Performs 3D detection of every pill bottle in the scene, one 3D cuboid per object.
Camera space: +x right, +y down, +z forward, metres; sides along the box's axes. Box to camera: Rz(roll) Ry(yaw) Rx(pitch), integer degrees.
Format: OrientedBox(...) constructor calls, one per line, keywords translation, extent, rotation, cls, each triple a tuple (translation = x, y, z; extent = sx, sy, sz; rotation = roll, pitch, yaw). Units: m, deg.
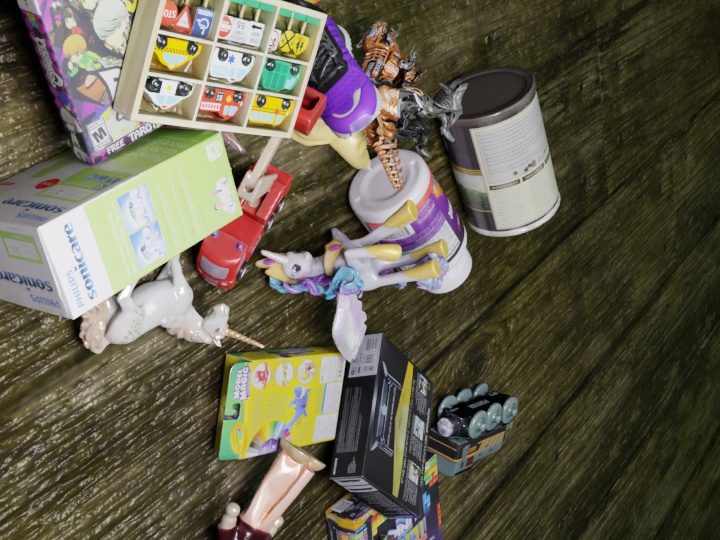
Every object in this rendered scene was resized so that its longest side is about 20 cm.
OrientedBox(translation=(0.075, -0.057, 1.214), extent=(0.200, 0.111, 0.112), rotation=(52, 57, -45), cls="pill bottle")

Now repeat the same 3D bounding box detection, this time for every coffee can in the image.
OrientedBox(translation=(0.200, -0.171, 1.325), extent=(0.146, 0.146, 0.201), rotation=(-49, 133, -35), cls="coffee can")

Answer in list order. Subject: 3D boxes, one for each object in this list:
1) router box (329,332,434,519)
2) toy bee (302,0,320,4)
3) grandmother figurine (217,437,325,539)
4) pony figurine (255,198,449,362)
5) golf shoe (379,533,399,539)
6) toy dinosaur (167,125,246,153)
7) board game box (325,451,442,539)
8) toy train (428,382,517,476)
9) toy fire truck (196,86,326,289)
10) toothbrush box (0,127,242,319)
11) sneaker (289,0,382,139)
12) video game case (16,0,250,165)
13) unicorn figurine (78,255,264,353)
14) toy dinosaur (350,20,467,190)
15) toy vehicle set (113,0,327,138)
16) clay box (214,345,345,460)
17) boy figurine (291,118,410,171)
OrientedBox(translation=(0.033, 0.208, 1.215), extent=(0.157, 0.052, 0.201), rotation=(46, 43, -44), cls="router box")
OrientedBox(translation=(-0.026, -0.400, 1.016), extent=(0.131, 0.108, 0.201), rotation=(-13, 108, -49), cls="toy bee")
OrientedBox(translation=(-0.122, 0.291, 1.044), extent=(0.200, 0.060, 0.121), rotation=(-57, 138, -8), cls="grandmother figurine")
OrientedBox(translation=(0.000, 0.000, 1.083), extent=(0.193, 0.199, 0.167), rotation=(42, 39, -54), cls="pony figurine")
OrientedBox(translation=(0.088, 0.429, 1.264), extent=(0.200, 0.088, 0.078), rotation=(43, 63, -49), cls="golf shoe")
OrientedBox(translation=(-0.179, -0.189, 0.883), extent=(0.136, 0.086, 0.201), rotation=(-44, 136, -36), cls="toy dinosaur")
OrientedBox(translation=(0.039, 0.371, 1.302), extent=(0.200, 0.057, 0.166), rotation=(-27, 117, -47), cls="board game box")
OrientedBox(translation=(0.177, 0.250, 1.444), extent=(0.200, 0.085, 0.115), rotation=(-8, 115, -53), cls="toy train")
OrientedBox(translation=(-0.107, -0.088, 0.958), extent=(0.201, 0.049, 0.141), rotation=(-62, 179, -22), cls="toy fire truck")
OrientedBox(translation=(-0.227, -0.051, 0.795), extent=(0.200, 0.145, 0.086), rotation=(-39, 127, -40), cls="toothbrush box")
OrientedBox(translation=(-0.046, -0.227, 0.995), extent=(0.069, 0.201, 0.099), rotation=(-37, 137, 15), cls="sneaker")
OrientedBox(translation=(-0.179, -0.213, 0.768), extent=(0.200, 0.036, 0.182), rotation=(-38, 139, -31), cls="video game case")
OrientedBox(translation=(-0.200, 0.029, 0.918), extent=(0.199, 0.074, 0.138), rotation=(-15, 119, -35), cls="unicorn figurine")
OrientedBox(translation=(0.038, -0.192, 1.077), extent=(0.135, 0.102, 0.201), rotation=(11, 88, -31), cls="toy dinosaur")
OrientedBox(translation=(-0.118, -0.188, 0.811), extent=(0.200, 0.026, 0.125), rotation=(-4, 117, -53), cls="toy vehicle set")
OrientedBox(translation=(-0.100, 0.153, 1.081), extent=(0.200, 0.047, 0.116), rotation=(2, 97, -52), cls="clay box")
OrientedBox(translation=(-0.009, -0.181, 1.116), extent=(0.200, 0.064, 0.125), rotation=(-21, 106, -47), cls="boy figurine")
